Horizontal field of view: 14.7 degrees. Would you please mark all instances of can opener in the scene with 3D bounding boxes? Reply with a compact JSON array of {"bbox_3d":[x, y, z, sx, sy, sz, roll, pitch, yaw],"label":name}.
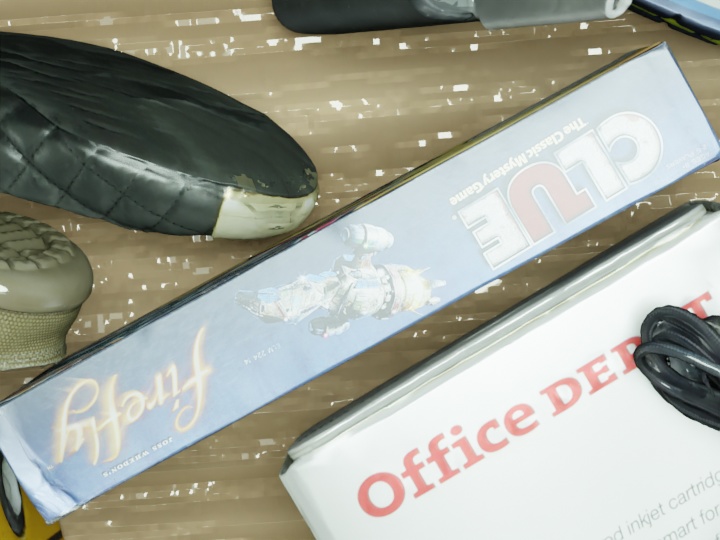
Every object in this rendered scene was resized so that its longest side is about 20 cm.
[{"bbox_3d":[0.038,-0.090,0.743,0.066,0.200,0.054,-3,93,-22],"label":"can opener"}]

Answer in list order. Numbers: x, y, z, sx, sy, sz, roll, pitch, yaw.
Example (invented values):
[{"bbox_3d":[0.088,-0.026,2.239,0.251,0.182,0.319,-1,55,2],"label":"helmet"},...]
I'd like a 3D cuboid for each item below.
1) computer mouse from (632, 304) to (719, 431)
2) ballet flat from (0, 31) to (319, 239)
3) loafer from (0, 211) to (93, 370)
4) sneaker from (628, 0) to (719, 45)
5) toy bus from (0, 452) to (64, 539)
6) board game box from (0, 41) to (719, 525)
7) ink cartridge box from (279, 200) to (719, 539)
[{"bbox_3d":[0.087,0.119,0.731,0.109,0.044,0.201,26,99,22],"label":"computer mouse"},{"bbox_3d":[-0.109,-0.037,0.816,0.199,0.067,0.057,11,116,6],"label":"ballet flat"},{"bbox_3d":[-0.157,0.022,0.786,0.199,0.076,0.068,-2,97,34],"label":"loafer"},{"bbox_3d":[0.135,-0.094,0.791,0.199,0.074,0.083,25,92,0],"label":"sneaker"},{"bbox_3d":[-0.124,0.093,0.747,0.065,0.200,0.079,-14,92,3],"label":"toy bus"},{"bbox_3d":[0.000,0.000,0.770,0.199,0.135,0.035,-28,92,4],"label":"board game box"},{"bbox_3d":[0.088,0.099,0.797,0.146,0.083,0.201,-30,92,3],"label":"ink cartridge box"}]
